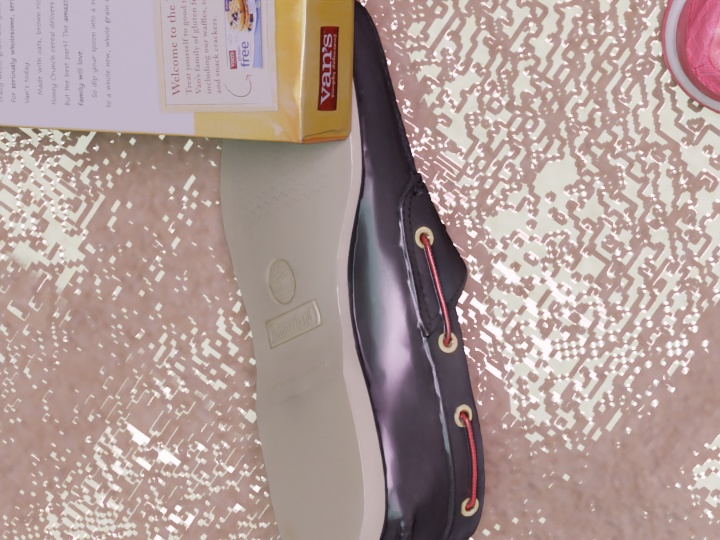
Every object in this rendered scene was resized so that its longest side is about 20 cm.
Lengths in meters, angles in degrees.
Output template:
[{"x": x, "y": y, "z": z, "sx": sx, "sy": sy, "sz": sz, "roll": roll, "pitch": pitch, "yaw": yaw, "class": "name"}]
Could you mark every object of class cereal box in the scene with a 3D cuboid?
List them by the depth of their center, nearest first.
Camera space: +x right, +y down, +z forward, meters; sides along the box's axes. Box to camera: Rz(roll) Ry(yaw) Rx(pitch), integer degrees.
[{"x": -0.096, "y": -0.119, "z": 0.817, "sx": 0.199, "sy": 0.039, "sz": 0.145, "roll": 5, "pitch": 98, "yaw": 27, "class": "cereal box"}]

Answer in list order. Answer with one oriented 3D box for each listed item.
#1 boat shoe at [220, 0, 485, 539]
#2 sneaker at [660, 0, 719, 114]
[{"x": -0.002, "y": 0.000, "z": 0.835, "sx": 0.073, "sy": 0.063, "sz": 0.203, "roll": -15, "pitch": 80, "yaw": 52, "class": "boat shoe"}, {"x": 0.189, "y": -0.105, "z": 0.775, "sx": 0.199, "sy": 0.087, "sz": 0.074, "roll": -31, "pitch": 92, "yaw": 11, "class": "sneaker"}]
